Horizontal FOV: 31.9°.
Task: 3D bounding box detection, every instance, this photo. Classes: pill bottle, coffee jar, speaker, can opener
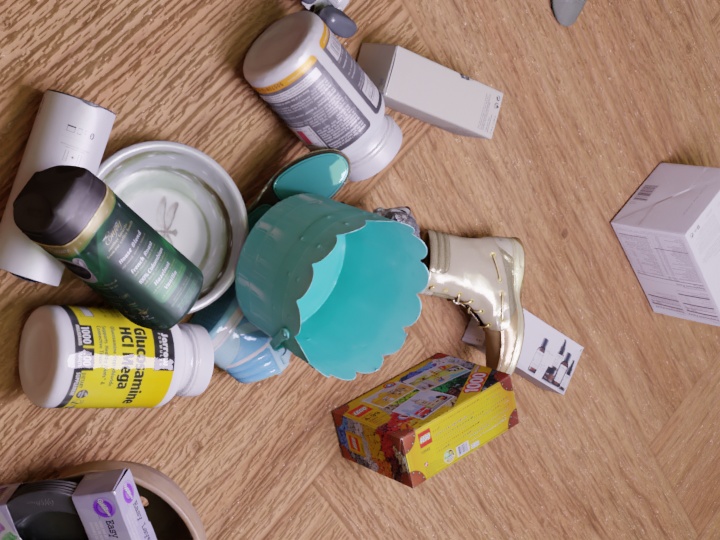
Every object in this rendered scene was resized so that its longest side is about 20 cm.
[{"bbox_3d":[-0.270,0.098,1.417,0.199,0.112,0.113,4,96,-39],"label":"pill bottle"},{"bbox_3d":[-0.042,-0.208,1.533,0.117,0.116,0.200,-54,126,-16],"label":"pill bottle"},{"bbox_3d":[-0.261,-0.025,1.306,0.200,0.104,0.086,46,66,-38],"label":"coffee jar"},{"bbox_3d":[-0.331,-0.086,1.353,0.081,0.081,0.201,20,87,-39],"label":"speaker"},{"bbox_3d":[-0.047,-0.332,1.491,0.053,0.067,0.200,-46,162,5],"label":"can opener"}]

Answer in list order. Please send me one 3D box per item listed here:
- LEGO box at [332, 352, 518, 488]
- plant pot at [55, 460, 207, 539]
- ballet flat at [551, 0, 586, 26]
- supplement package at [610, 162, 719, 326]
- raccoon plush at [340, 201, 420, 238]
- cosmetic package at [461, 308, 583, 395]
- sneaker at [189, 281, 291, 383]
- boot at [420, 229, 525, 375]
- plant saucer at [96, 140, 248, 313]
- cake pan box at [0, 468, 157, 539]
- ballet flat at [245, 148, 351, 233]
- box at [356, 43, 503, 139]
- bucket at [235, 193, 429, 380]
[{"bbox_3d":[0.089,0.197,1.698,0.200,0.149,0.077,-26,114,-32],"label":"LEGO box"},{"bbox_3d":[-0.264,0.291,1.448,0.093,0.200,0.202,-66,145,-64],"label":"plant pot"},{"bbox_3d":[0.315,-0.450,1.799,0.067,0.064,0.201,-1,100,-38],"label":"ballet flat"},{"bbox_3d":[0.526,-0.042,1.992,0.152,0.150,0.200,-47,123,-22],"label":"supplement package"},{"bbox_3d":[0.000,0.000,1.595,0.097,0.134,0.201,31,80,-39],"label":"raccoon plush"},{"bbox_3d":[0.243,0.108,1.863,0.200,0.051,0.083,30,78,-37],"label":"cosmetic package"},{"bbox_3d":[-0.112,0.051,1.557,0.200,0.079,0.131,-48,122,-9],"label":"sneaker"},{"bbox_3d":[0.146,0.046,1.730,0.155,0.073,0.201,6,84,-22],"label":"boot"},{"bbox_3d":[-0.229,-0.046,1.440,0.199,0.050,0.201,3,83,-23],"label":"plant saucer"},{"bbox_3d":[-0.315,0.315,1.391,0.052,0.183,0.201,-72,150,-64],"label":"cake pan box"},{"bbox_3d":[-0.098,-0.078,1.527,0.200,0.071,0.071,-41,123,-4],"label":"ballet flat"},{"bbox_3d":[0.088,-0.234,1.654,0.200,0.082,0.069,17,89,-40],"label":"box"},{"bbox_3d":[-0.036,0.014,1.459,0.207,0.135,0.208,-22,124,-37],"label":"bucket"}]
